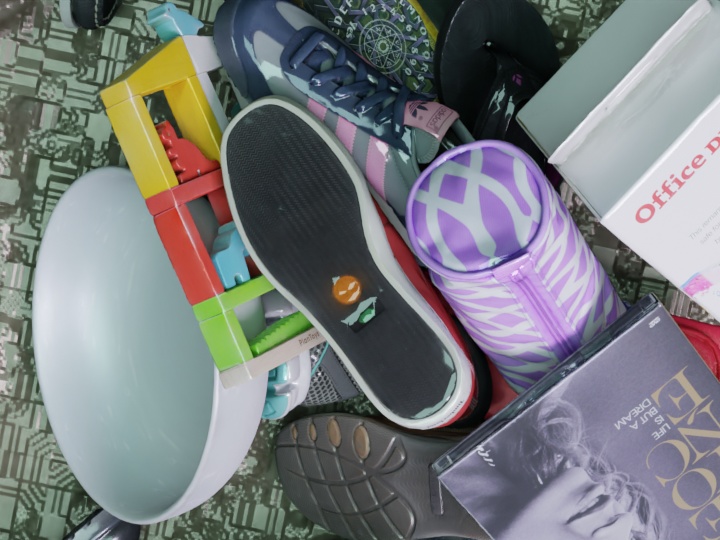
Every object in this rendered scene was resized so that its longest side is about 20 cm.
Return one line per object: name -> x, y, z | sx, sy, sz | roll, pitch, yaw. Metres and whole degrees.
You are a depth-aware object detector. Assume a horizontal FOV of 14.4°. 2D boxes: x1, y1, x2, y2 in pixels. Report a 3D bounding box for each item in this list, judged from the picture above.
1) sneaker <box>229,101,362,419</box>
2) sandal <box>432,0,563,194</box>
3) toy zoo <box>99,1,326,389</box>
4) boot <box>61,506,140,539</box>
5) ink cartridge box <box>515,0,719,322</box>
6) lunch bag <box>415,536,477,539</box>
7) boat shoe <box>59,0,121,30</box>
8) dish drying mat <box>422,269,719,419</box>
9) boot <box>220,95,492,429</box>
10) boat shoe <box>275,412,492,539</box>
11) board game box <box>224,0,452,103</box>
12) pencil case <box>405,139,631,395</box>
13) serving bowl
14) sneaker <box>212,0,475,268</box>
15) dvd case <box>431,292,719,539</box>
sneaker -> -0.031, -0.015, 1.639 | 0.091, 0.077, 0.201 | 2, 83, -34
sandal -> 0.091, -0.066, 1.601 | 0.075, 0.048, 0.201 | -22, 117, -22
toy zoo -> -0.071, -0.048, 1.530 | 0.020, 0.131, 0.201 | -22, 93, 32
boot -> -0.129, 0.252, 1.677 | 0.200, 0.066, 0.165 | 46, 107, 0
ink cartridge box -> 0.193, -0.063, 1.543 | 0.129, 0.125, 0.200 | -46, 125, 8
lunch bag -> 0.015, 0.260, 1.641 | 0.169, 0.127, 0.201 | -12, 99, 10
boat shoe -> -0.117, -0.227, 1.610 | 0.060, 0.074, 0.201 | 18, 90, 5
dish drying mat -> 0.106, 0.051, 1.600 | 0.199, 0.018, 0.077 | 10, 85, 10
boot -> 0.000, 0.000, 1.541 | 0.072, 0.144, 0.200 | -34, 81, 8
boat shoe -> 0.041, 0.117, 1.629 | 0.199, 0.072, 0.076 | 8, 101, 35
board game box -> -0.002, -0.152, 1.606 | 0.135, 0.028, 0.201 | -29, 96, -20
pencil case -> 0.086, 0.008, 1.502 | 0.084, 0.200, 0.086 | -26, 59, 9
serving bowl -> -0.109, 0.039, 1.607 | 0.066, 0.200, 0.201 | -6, 100, -36
sneaker -> 0.011, -0.087, 1.542 | 0.200, 0.082, 0.070 | 41, 57, -14
dvd case -> 0.145, 0.117, 1.548 | 0.149, 0.016, 0.200 | -38, 131, 3
